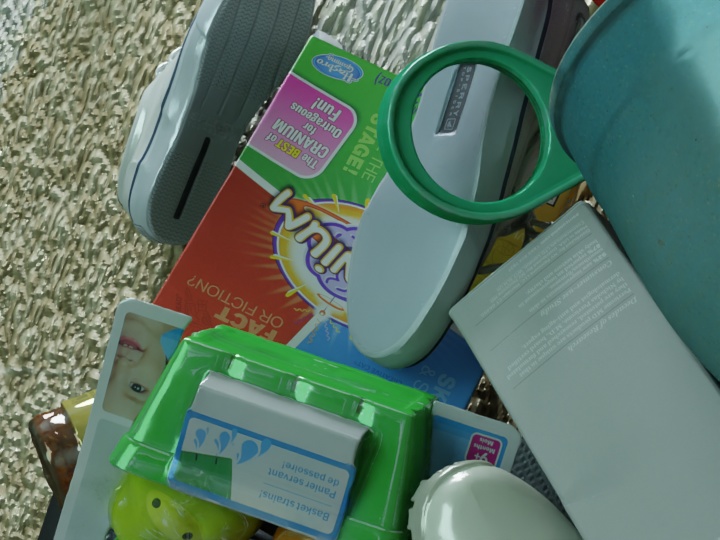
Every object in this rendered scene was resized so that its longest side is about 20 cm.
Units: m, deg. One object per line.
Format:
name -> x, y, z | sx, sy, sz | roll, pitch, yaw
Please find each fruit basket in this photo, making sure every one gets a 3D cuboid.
fruit basket -> -0.047, 0.132, 0.980 | 0.185, 0.094, 0.200 | 19, 92, 10

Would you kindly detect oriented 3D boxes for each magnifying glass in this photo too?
magnifying glass -> 0.104, -0.060, 1.011 | 0.022, 0.199, 0.080 | 155, 113, -69

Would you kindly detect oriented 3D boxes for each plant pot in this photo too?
plant pot -> 0.198, -0.018, 0.880 | 0.200, 0.200, 0.188 | -38, 59, 31

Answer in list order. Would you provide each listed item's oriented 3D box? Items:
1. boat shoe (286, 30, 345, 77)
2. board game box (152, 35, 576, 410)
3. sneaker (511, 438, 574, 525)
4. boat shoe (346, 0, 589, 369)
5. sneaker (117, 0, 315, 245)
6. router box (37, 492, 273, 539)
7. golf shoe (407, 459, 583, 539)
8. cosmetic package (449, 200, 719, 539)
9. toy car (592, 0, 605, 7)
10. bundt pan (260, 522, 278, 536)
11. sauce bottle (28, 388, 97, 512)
boat shoe -> -0.011, -0.073, 1.263 | 0.074, 0.065, 0.200 | -58, 15, 20
board game box -> 0.000, 0.000, 1.090 | 0.040, 0.153, 0.200 | 107, -171, -58
sneaker -> 0.060, 0.177, 1.020 | 0.114, 0.075, 0.200 | -46, 39, 32
boat shoe -> 0.061, -0.043, 1.058 | 0.075, 0.086, 0.202 | 4, 72, 49
sneaker -> -0.096, -0.116, 1.387 | 0.071, 0.073, 0.200 | 32, 95, 51
router box -> -0.098, 0.192, 1.118 | 0.200, 0.052, 0.158 | 23, 95, 50
golf shoe -> 0.094, 0.154, 0.895 | 0.200, 0.078, 0.097 | 57, 157, 10
cosmetic package -> 0.126, 0.076, 0.958 | 0.090, 0.107, 0.200 | -41, 42, 7
toy car -> 0.153, -0.154, 1.003 | 0.175, 0.200, 0.150 | -9, 65, 25
bundt pan -> -0.054, 0.071, 1.220 | 0.202, 0.076, 0.202 | -30, 47, 38
sauce bottle -> -0.057, 0.063, 1.104 | 0.200, 0.066, 0.066 | -22, 38, -10
